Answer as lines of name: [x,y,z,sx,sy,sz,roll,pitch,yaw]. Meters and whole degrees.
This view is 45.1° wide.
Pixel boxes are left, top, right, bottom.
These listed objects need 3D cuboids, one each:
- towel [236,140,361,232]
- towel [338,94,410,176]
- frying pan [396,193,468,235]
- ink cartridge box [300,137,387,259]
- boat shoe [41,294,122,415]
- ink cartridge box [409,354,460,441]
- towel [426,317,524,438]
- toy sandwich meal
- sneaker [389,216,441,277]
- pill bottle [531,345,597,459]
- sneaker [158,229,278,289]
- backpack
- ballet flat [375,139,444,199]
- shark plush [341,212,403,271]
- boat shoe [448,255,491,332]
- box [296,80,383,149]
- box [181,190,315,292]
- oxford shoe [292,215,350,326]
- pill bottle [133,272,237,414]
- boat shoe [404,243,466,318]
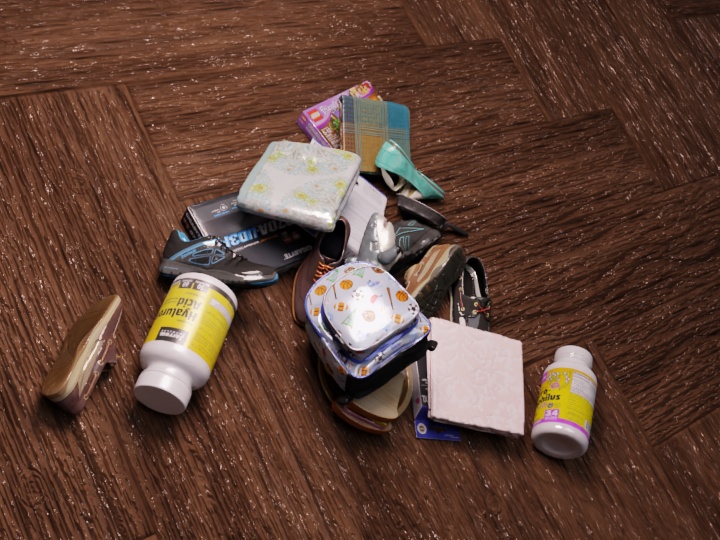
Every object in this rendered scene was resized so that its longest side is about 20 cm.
towel: [-0.101,-0.151,1.487,0.169,0.048,0.201,12,43,10]
towel: [0.029,-0.261,1.700,0.199,0.022,0.148,-3,92,-47]
frying pan: [0.133,-0.107,1.722,0.114,0.190,0.031,28,88,30]
ink cartridge box: [-0.046,-0.123,1.605,0.199,0.041,0.201,37,38,-18]
boat shoe: [-0.395,0.124,1.282,0.072,0.072,0.201,54,32,-32]
ink cartridge box: [0.135,0.201,1.554,0.094,0.037,0.202,10,61,-26]
towel: [0.206,0.193,1.556,0.198,0.032,0.193,16,60,-22]
toy sandwich meal: [0.016,0.172,1.477,0.203,0.070,0.207,14,57,-23]
sneaker: [0.069,-0.042,1.642,0.079,0.076,0.199,44,42,14]
pill bottle: [0.387,0.243,1.628,0.104,0.104,0.201,30,52,-11]
sneaker: [-0.226,-0.017,1.389,0.198,0.073,0.083,9,80,8]
backpack: [-0.001,0.082,1.400,0.199,0.155,0.190,-29,55,-26]
ballet flat: [0.091,-0.181,1.718,0.200,0.071,0.067,37,4,-44]
shark plush: [0.000,0.000,1.532,0.083,0.201,0.091,37,13,5]
boat shoe: [0.214,0.069,1.658,0.073,0.063,0.203,11,60,-30]
box: [-0.015,-0.290,1.747,0.200,0.039,0.137,-35,83,-39]
box: [-0.189,-0.061,1.510,0.199,0.046,0.160,-21,75,-37]
oxford shoe: [-0.070,-0.001,1.481,0.071,0.073,0.202,17,89,-5]
pill bottle: [-0.269,0.112,1.322,0.111,0.111,0.201,27,53,-14]
boat shoe: [0.120,0.024,1.627,0.200,0.073,0.076,-47,135,-30]
